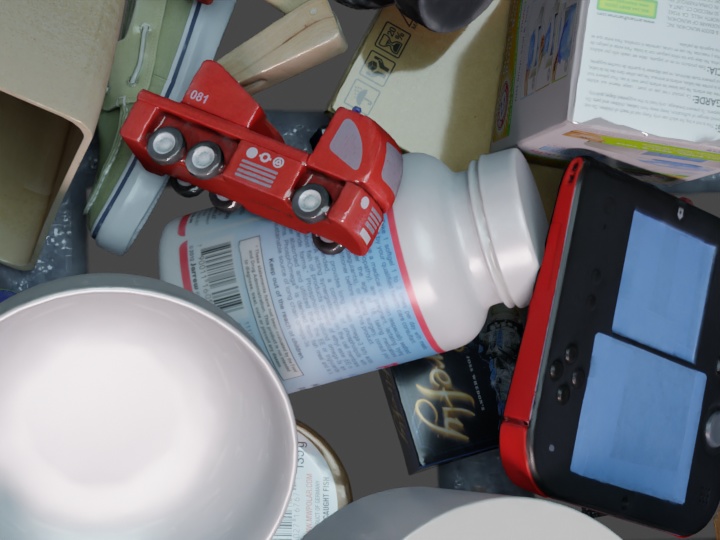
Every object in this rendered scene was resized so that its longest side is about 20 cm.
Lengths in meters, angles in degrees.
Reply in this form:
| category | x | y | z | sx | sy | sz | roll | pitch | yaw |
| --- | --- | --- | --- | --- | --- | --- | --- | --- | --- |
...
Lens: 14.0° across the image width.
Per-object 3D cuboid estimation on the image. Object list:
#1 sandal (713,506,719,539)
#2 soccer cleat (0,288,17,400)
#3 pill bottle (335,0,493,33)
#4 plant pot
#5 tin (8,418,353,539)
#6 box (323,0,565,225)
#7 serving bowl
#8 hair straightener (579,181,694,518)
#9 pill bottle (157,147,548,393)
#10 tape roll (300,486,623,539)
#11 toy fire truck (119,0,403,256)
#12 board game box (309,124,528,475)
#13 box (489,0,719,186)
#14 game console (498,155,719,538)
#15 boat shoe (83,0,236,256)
| category | x | y | z | sx | sy | sz | roll | pitch | yaw |
| --- | --- | --- | --- | --- | --- | --- | --- | --- | --- |
| sandal | 0.229 | 0.129 | 1.650 | 0.054 | 0.082 | 0.201 | 13 | 78 | 8 |
| soccer cleat | -0.239 | 0.095 | 1.577 | 0.084 | 0.065 | 0.200 | 34 | 84 | 41 |
| pill bottle | -0.012 | -0.211 | 1.603 | 0.200 | 0.112 | 0.112 | 34 | 73 | 29 |
| plant pot | -0.219 | -0.147 | 1.558 | 0.199 | 0.200 | 0.178 | 23 | 65 | -6 |
| tin | -0.102 | 0.129 | 1.603 | 0.199 | 0.042 | 0.113 | 2 | 75 | -11 |
| box | 0.096 | -0.136 | 1.652 | 0.163 | 0.021 | 0.201 | 29 | 81 | -5 |
| serving bowl | -0.134 | 0.085 | 1.525 | 0.199 | 0.066 | 0.201 | -3 | 115 | -6 |
| hair straightener | 0.134 | 0.047 | 1.618 | 0.077 | 0.041 | 0.201 | 21 | 82 | -50 |
| pill bottle | 0.000 | 0.000 | 1.575 | 0.199 | 0.109 | 0.109 | -15 | 82 | 12 |
| tape roll | 0.054 | 0.217 | 1.546 | 0.202 | 0.139 | 0.204 | 1 | 88 | -19 |
| toy fire truck | -0.053 | -0.102 | 1.545 | 0.199 | 0.049 | 0.141 | 22 | 75 | 24 |
| board game box | 0.064 | 0.000 | 1.660 | 0.135 | 0.035 | 0.201 | -15 | 83 | -14 |
| box | 0.145 | -0.109 | 1.545 | 0.112 | 0.200 | 0.102 | 9 | 86 | -9 |
| game console | 0.151 | 0.046 | 1.582 | 0.200 | 0.031 | 0.178 | 21 | 83 | -51 |
| boat shoe | -0.120 | -0.104 | 1.628 | 0.062 | 0.072 | 0.201 | 22 | 67 | -9 |
